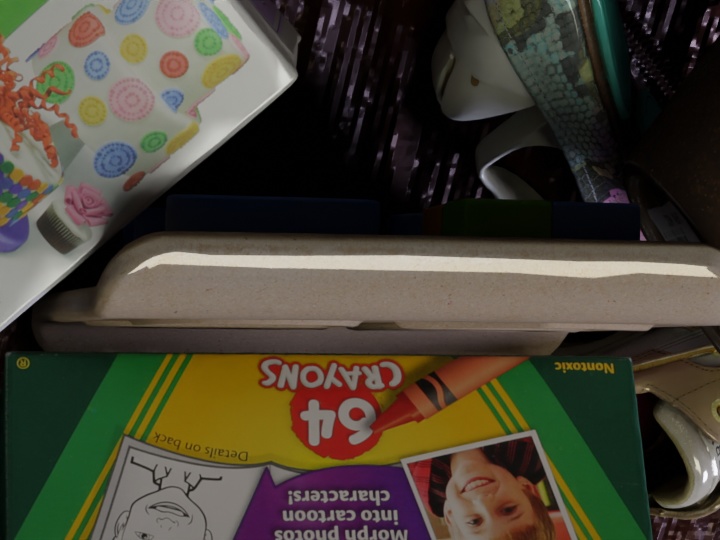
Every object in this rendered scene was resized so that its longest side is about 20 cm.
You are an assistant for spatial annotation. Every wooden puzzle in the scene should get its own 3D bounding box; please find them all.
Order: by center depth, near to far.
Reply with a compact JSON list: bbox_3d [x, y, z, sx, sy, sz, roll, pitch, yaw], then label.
[{"bbox_3d":[0.000,0.000,0.901,0.184,0.200,0.047,0,84,-12],"label":"wooden puzzle"}]

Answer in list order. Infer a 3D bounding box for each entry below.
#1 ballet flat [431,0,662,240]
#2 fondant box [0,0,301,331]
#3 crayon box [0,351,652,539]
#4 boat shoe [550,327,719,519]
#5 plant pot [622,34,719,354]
[{"bbox_3d":[0.065,-0.052,0.952,0.071,0.069,0.201,-15,130,16],"label":"ballet flat"},{"bbox_3d":[-0.136,-0.052,0.844,0.200,0.058,0.144,-39,100,11],"label":"fondant box"},{"bbox_3d":[-0.009,0.113,0.894,0.199,0.174,0.058,0,151,-9],"label":"crayon box"},{"bbox_3d":[0.107,0.056,1.032,0.199,0.066,0.074,-15,127,-10],"label":"boat shoe"},{"bbox_3d":[0.186,-0.048,0.897,0.199,0.187,0.187,-33,128,-4],"label":"plant pot"}]
